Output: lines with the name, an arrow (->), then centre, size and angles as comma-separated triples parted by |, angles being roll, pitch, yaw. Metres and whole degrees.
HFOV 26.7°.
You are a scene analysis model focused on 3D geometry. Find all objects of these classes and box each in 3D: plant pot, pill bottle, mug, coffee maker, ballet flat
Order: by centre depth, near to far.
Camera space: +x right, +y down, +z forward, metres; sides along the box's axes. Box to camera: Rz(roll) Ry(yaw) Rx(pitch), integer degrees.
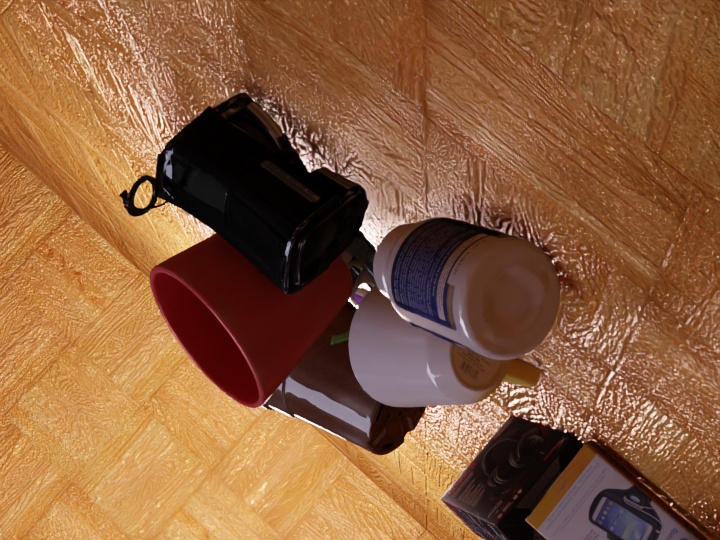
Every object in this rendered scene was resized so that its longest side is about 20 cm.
pill bottle -> 0.092, 0.010, 1.435 | 0.111, 0.111, 0.199 | 48, 167, -26
coffee maker -> -0.121, -0.069, 1.669 | 0.199, 0.192, 0.135 | 37, 167, 24
mug -> 0.102, 0.078, 1.672 | 0.153, 0.185, 0.151 | 4, 108, 58
plant pot -> -0.117, 0.029, 1.768 | 0.200, 0.177, 0.201 | 40, 154, 24
ballet flat -> 0.000, 0.000, 1.821 | 0.200, 0.074, 0.074 | 45, 168, -5
plant pot -> -0.015, 0.150, 2.140 | 0.197, 0.201, 0.201 | 27, 163, 28

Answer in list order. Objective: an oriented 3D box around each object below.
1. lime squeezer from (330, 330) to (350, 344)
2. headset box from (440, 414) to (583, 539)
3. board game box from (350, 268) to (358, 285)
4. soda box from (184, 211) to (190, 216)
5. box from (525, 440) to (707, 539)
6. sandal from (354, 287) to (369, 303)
lime squeezer -> 0.067, 0.078, 1.893 | 0.197, 0.071, 0.038 | 14, 150, -2
headset box -> 0.198, 0.269, 1.904 | 0.077, 0.149, 0.200 | 46, 169, -17
board game box -> -0.094, -0.069, 1.925 | 0.200, 0.057, 0.165 | 50, 168, -30
soda box -> -0.230, -0.126, 2.162 | 0.068, 0.064, 0.200 | 45, 169, -11
box -> 0.303, 0.307, 1.749 | 0.200, 0.120, 0.041 | 40, -168, 13
sandal -> 0.049, 0.086, 2.003 | 0.202, 0.050, 0.083 | 35, 166, 37
